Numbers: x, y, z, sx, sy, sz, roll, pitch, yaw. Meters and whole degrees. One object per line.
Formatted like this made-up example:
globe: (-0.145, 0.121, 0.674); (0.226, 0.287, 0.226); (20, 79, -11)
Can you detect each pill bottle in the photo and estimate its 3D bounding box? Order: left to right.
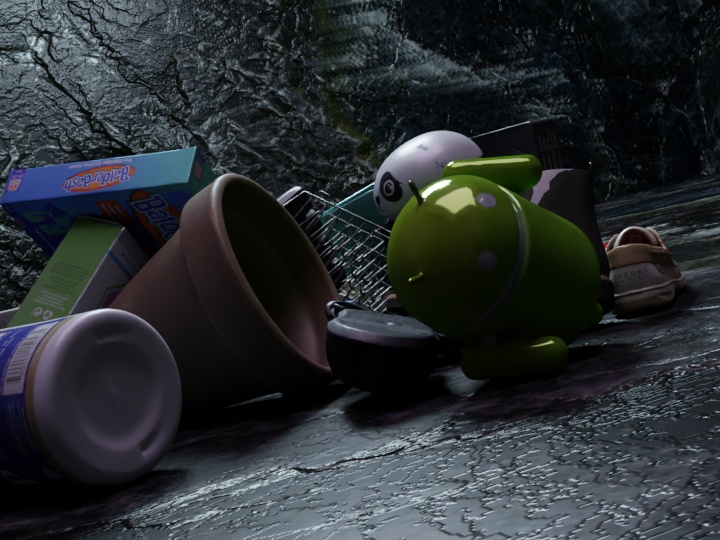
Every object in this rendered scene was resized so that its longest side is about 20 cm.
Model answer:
pill bottle: (-0.236, 0.098, 0.832); (0.199, 0.120, 0.119); (-11, 4, 40)

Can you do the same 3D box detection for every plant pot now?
plant pot: (-0.131, 0.042, 1.001); (0.174, 0.201, 0.200); (-30, -2, 17)

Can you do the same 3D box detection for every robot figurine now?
robot figurine: (0.095, -0.040, 1.147); (0.150, 0.201, 0.125); (-25, 12, 31)
robot figurine: (0.101, 0.000, 0.862); (0.115, 0.176, 0.199); (-21, -30, 39)

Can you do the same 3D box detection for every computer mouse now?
computer mouse: (0.023, 0.065, 0.912); (0.138, 0.053, 0.200); (10, 5, 7)

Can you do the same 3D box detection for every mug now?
mug: (0.051, -0.052, 1.324); (0.152, 0.115, 0.185); (-34, 8, -41)

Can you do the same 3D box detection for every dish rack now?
dish rack: (0.000, 0.000, 1.145); (0.200, 0.154, 0.055); (28, 65, 41)

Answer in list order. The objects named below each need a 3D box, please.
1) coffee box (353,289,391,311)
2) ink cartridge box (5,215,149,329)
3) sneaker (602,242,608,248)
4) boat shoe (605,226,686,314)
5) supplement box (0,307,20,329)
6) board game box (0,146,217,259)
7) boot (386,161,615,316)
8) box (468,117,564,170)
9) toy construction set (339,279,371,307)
coffee box: (0.050, 0.015, 1.530); (0.199, 0.080, 0.113); (-12, 4, 21)
ink cartridge box: (-0.262, 0.062, 1.043); (0.059, 0.201, 0.104); (14, -27, 27)
sneaker: (0.179, -0.027, 1.218); (0.199, 0.085, 0.077); (12, 51, 22)
boat shoe: (0.265, -0.008, 1.085); (0.073, 0.070, 0.200); (-12, 3, 15)
supplement box: (-0.423, 0.113, 1.340); (0.199, 0.127, 0.073); (-11, 2, 25)
board game box: (-0.217, -0.045, 1.099); (0.199, 0.045, 0.152); (-6, -35, 19)
boot: (0.122, -0.021, 1.037); (0.199, 0.139, 0.078); (-4, -21, 8)
box: (0.187, -0.072, 1.406); (0.043, 0.201, 0.160); (-15, 5, -38)
toy construction set: (-0.056, 0.043, 1.359); (0.131, 0.092, 0.200); (-38, -12, 16)
